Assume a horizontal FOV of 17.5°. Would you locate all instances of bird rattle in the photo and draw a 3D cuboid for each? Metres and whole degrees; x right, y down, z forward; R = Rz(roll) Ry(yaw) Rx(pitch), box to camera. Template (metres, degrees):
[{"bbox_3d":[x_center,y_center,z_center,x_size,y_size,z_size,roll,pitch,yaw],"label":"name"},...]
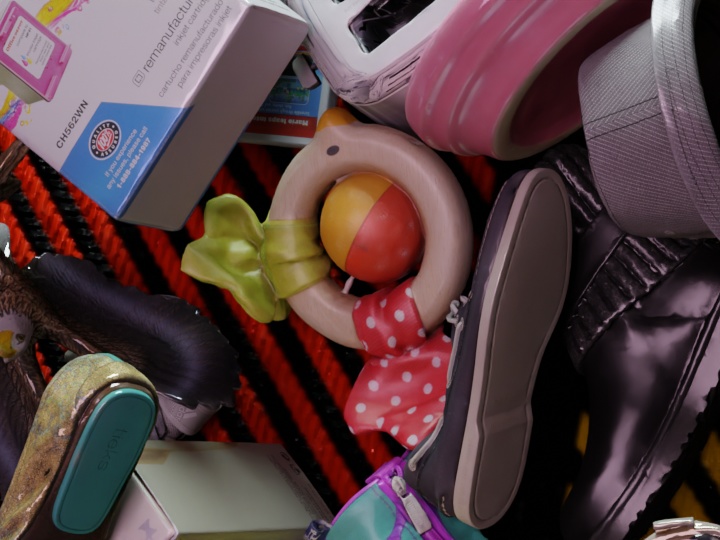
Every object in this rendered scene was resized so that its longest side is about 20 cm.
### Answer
[{"bbox_3d":[0.000,0.000,1.353,0.200,0.112,0.164,37,115,27],"label":"bird rattle"}]

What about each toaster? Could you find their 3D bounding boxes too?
[{"bbox_3d":[0.053,-0.164,1.347,0.199,0.129,0.114,-36,72,18],"label":"toaster"}]

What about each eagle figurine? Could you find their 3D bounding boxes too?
[{"bbox_3d":[-0.191,0.044,1.394,0.200,0.151,0.151,48,130,-11],"label":"eagle figurine"}]

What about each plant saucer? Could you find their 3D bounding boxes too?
[{"bbox_3d":[0.115,-0.130,1.275,0.201,0.200,0.051,-45,72,15],"label":"plant saucer"}]

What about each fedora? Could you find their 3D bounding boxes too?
[{"bbox_3d":[0.178,-0.075,1.246,0.090,0.199,0.178,-16,86,31],"label":"fedora"}]

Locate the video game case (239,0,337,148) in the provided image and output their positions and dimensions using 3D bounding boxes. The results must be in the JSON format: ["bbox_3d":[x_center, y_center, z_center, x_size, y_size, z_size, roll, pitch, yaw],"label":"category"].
[{"bbox_3d":[-0.071,-0.182,1.470,0.142,0.017,0.202,7,88,26],"label":"video game case"}]

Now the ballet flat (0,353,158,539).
[{"bbox_3d":[-0.169,0.135,1.244,0.070,0.071,0.201,29,98,25],"label":"ballet flat"}]

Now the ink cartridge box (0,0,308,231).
[{"bbox_3d":[-0.153,-0.139,1.321,0.200,0.085,0.145,38,102,21],"label":"ink cartridge box"}]

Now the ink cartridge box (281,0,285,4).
[{"bbox_3d":[-0.091,-0.188,1.406,0.067,0.116,0.201,41,103,23],"label":"ink cartridge box"}]

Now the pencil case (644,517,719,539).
[{"bbox_3d":[0.194,0.175,1.207,0.077,0.200,0.090,-23,70,18],"label":"pencil case"}]

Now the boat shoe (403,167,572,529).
[{"bbox_3d":[0.064,0.038,1.275,0.062,0.072,0.202,19,105,36],"label":"boat shoe"}]

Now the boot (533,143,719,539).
[{"bbox_3d":[0.127,0.050,1.316,0.157,0.079,0.212,28,86,18],"label":"boot"}]

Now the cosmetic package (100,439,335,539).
[{"bbox_3d":[-0.106,0.156,1.352,0.105,0.200,0.071,-44,68,14],"label":"cosmetic package"}]

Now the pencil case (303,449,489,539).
[{"bbox_3d":[0.064,0.197,1.328,0.085,0.093,0.200,-34,66,-27],"label":"pencil case"}]

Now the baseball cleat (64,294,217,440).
[{"bbox_3d":[-0.141,0.114,1.446,0.106,0.070,0.202,0,86,26],"label":"baseball cleat"}]
